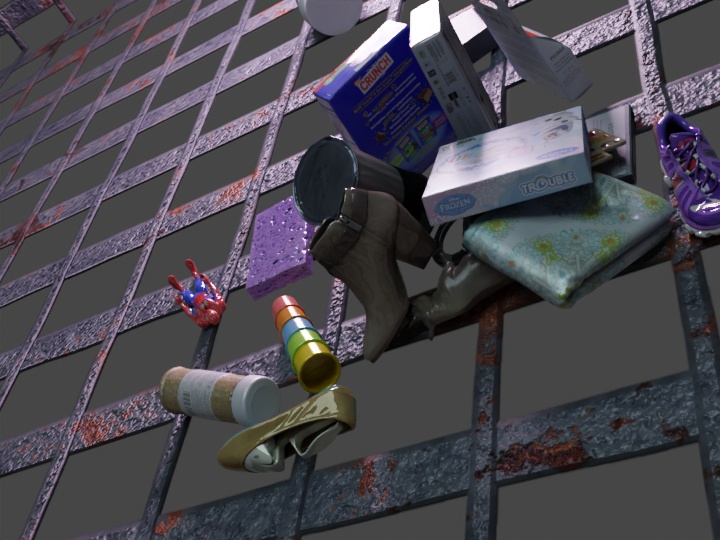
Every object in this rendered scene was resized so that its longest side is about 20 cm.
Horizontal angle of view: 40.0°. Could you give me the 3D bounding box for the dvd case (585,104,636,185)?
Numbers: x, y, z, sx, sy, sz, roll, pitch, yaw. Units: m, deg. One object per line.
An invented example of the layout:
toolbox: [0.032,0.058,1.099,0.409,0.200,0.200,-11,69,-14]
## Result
dvd case: [0.271,-0.139,1.325,0.197,0.025,0.152,-17,38,28]

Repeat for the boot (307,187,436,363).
boot: [0.000,0.000,1.241,0.203,0.144,0.070,-64,18,6]

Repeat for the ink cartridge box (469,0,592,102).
ink cartridge box: [0.239,-0.348,1.449,0.057,0.201,0.163,-39,33,-1]

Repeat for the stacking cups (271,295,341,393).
stacking cups: [-0.083,0.089,1.352,0.060,0.061,0.200,-36,33,1]

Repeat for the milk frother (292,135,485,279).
milk frother: [0.045,-0.085,1.317,0.198,0.187,0.184,-24,66,34]

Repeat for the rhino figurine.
rhino figurine: [0.123,0.019,1.241,0.199,0.060,0.088,-37,35,6]

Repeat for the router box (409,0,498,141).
router box: [0.139,-0.276,1.439,0.048,0.202,0.180,-25,25,16]

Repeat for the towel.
towel: [0.243,-0.048,1.157,0.198,0.049,0.170,-32,38,-21]

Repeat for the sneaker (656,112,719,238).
sneaker: [0.381,-0.112,1.130,0.080,0.084,0.201,-30,34,11]

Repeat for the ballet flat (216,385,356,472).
ballet flat: [-0.091,0.209,1.213,0.198,0.069,0.064,-31,47,12]

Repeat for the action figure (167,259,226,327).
action figure: [-0.265,0.042,1.604,0.065,0.052,0.200,-38,35,-8]

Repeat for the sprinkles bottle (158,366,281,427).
sprinkles bottle: [-0.195,0.172,1.352,0.198,0.069,0.069,0,48,44]

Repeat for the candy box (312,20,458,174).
candy box: [0.047,-0.245,1.508,0.169,0.201,0.077,-42,33,-10]

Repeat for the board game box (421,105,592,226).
board game box: [0.185,-0.132,1.227,0.196,0.044,0.200,-15,20,18]

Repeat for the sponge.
sponge: [-0.126,-0.045,1.589,0.110,0.030,0.202,-25,34,19]

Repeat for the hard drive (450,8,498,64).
hard drive: [0.143,-0.378,1.726,0.198,0.043,0.136,-33,33,9]

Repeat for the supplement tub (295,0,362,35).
supplement tub: [-0.073,-0.594,2.112,0.139,0.141,0.201,-32,33,8]

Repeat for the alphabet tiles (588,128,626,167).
alphabet tiles: [0.232,-0.137,1.266,0.197,0.006,0.167,-22,18,-1]
